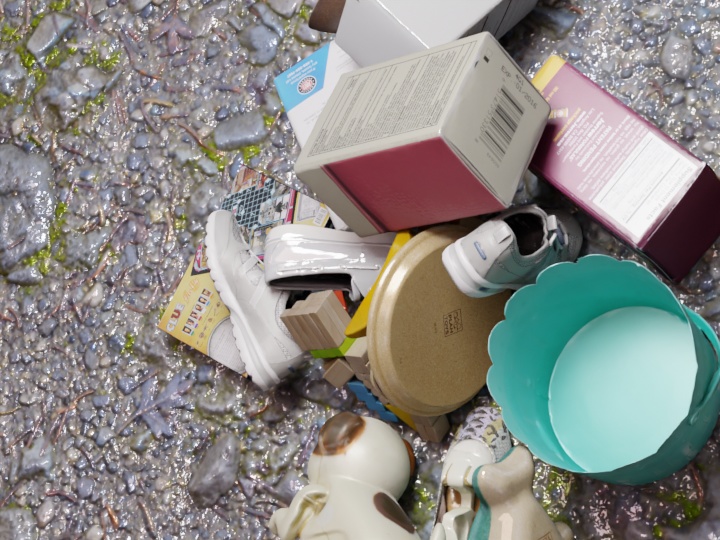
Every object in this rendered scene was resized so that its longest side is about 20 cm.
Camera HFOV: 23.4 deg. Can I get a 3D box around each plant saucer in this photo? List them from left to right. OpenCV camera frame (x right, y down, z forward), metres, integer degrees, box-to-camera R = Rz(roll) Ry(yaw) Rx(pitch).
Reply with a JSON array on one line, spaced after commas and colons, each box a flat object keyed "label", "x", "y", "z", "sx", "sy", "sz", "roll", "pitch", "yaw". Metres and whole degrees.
[{"label": "plant saucer", "x": 0.026, "y": -0.315, "z": 1.810, "sx": 0.034, "sy": 0.200, "sz": 0.200, "roll": 45, "pitch": 98, "yaw": 3}]

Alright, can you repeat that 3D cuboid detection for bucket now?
[{"label": "bucket", "x": 0.231, "y": 0.097, "z": 1.593, "sx": 0.206, "sy": 0.135, "sz": 0.209, "roll": -8, "pitch": 71, "yaw": 24}]

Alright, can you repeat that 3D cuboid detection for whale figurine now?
[{"label": "whale figurine", "x": 0.129, "y": 0.262, "z": 1.577, "sx": 0.103, "sy": 0.159, "sz": 0.202, "roll": -2, "pitch": 105, "yaw": 43}]

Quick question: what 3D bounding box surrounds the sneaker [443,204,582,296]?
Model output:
[{"label": "sneaker", "x": 0.163, "y": -0.024, "z": 1.628, "sx": 0.082, "sy": 0.199, "sz": 0.075, "roll": -37, "pitch": 81, "yaw": 34}]

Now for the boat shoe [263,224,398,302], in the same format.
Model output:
[{"label": "boat shoe", "x": 0.000, "y": 0.000, "z": 1.746, "sx": 0.198, "sy": 0.072, "sz": 0.069, "roll": 8, "pitch": 66, "yaw": -4}]

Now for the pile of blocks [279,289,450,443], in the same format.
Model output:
[{"label": "pile of blocks", "x": 0.014, "y": 0.089, "z": 1.731, "sx": 0.200, "sy": 0.082, "sz": 0.062, "roll": 42, "pitch": 56, "yaw": -3}]

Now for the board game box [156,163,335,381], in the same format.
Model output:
[{"label": "board game box", "x": -0.117, "y": 0.002, "z": 1.859, "sx": 0.135, "sy": 0.035, "sz": 0.201, "roll": 27, "pitch": 87, "yaw": 31}]

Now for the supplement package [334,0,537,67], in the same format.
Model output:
[{"label": "supplement package", "x": 0.087, "y": -0.276, "z": 1.736, "sx": 0.117, "sy": 0.117, "sz": 0.200, "roll": 44, "pitch": 65, "yaw": 9}]

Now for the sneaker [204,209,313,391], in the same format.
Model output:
[{"label": "sneaker", "x": -0.102, "y": 0.023, "z": 1.795, "sx": 0.081, "sy": 0.075, "sz": 0.201, "roll": -22, "pitch": 70, "yaw": 1}]

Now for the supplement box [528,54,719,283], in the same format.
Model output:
[{"label": "supplement box", "x": 0.242, "y": -0.096, "z": 1.653, "sx": 0.200, "sy": 0.131, "sz": 0.103, "roll": 42, "pitch": 95, "yaw": 30}]

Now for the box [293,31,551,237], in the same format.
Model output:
[{"label": "box", "x": 0.057, "y": -0.122, "z": 1.617, "sx": 0.199, "sy": 0.109, "sz": 0.128, "roll": -10, "pitch": 45, "yaw": 47}]

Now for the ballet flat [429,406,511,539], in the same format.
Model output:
[{"label": "ballet flat", "x": 0.101, "y": 0.224, "z": 1.658, "sx": 0.071, "sy": 0.072, "sz": 0.202, "roll": 4, "pitch": 75, "yaw": 28}]

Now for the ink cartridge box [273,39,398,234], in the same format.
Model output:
[{"label": "ink cartridge box", "x": 0.016, "y": -0.144, "z": 1.809, "sx": 0.144, "sy": 0.084, "sz": 0.201, "roll": -30, "pitch": 63, "yaw": 14}]

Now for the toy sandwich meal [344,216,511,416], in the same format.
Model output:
[{"label": "toy sandwich meal", "x": 0.069, "y": 0.039, "z": 1.679, "sx": 0.070, "sy": 0.204, "sz": 0.207, "roll": 15, "pitch": 80, "yaw": 49}]

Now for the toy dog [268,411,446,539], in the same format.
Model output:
[{"label": "toy dog", "x": -0.005, "y": 0.234, "z": 1.662, "sx": 0.194, "sy": 0.139, "sz": 0.201, "roll": -41, "pitch": 39, "yaw": 41}]
